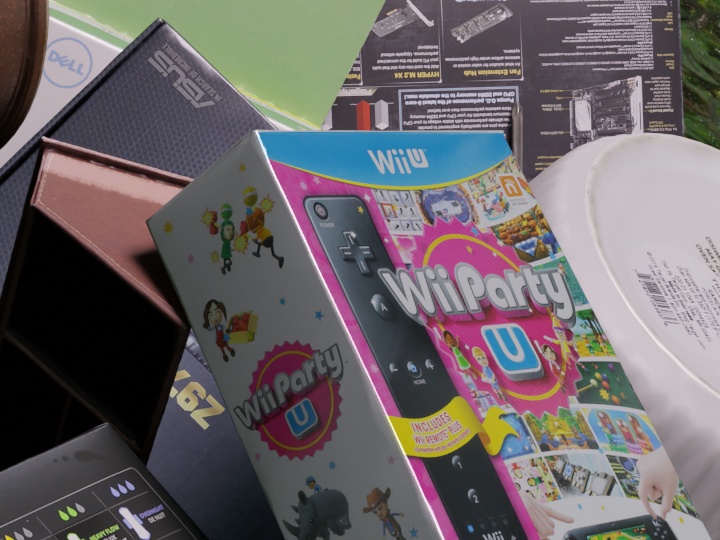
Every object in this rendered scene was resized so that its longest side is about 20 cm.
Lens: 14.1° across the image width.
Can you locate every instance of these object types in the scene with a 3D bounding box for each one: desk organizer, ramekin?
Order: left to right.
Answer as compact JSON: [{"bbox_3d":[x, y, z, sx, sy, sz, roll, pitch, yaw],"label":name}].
[{"bbox_3d":[-0.111,0.057,1.085,0.072,0.200,0.077,16,40,-5],"label":"desk organizer"},{"bbox_3d":[0.125,0.038,1.155,0.200,0.105,0.200,25,38,-21],"label":"ramekin"}]

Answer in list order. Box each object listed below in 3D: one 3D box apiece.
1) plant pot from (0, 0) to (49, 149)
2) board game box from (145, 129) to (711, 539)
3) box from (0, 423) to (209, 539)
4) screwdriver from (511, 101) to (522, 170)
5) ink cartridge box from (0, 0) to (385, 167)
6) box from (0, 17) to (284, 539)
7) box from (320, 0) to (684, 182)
[{"bbox_3d":[-0.267,-0.110,1.182,0.198,0.200,0.200,-24,65,-43],"label":"plant pot"},{"bbox_3d":[0.029,0.050,1.018,0.147,0.064,0.200,-4,62,-51],"label":"board game box"},{"bbox_3d":[-0.095,0.183,0.998,0.200,0.149,0.124,47,36,14],"label":"box"},{"bbox_3d":[0.072,0.022,1.351,0.028,0.029,0.200,1,80,-13],"label":"screwdriver"},{"bbox_3d":[-0.077,-0.087,1.297,0.145,0.200,0.048,25,13,-15],"label":"ink cartridge box"},{"bbox_3d":[-0.068,0.020,1.207,0.200,0.158,0.051,45,-9,2],"label":"box"},{"bbox_3d":[0.054,-0.074,1.381,0.200,0.158,0.050,-3,1,-10],"label":"box"}]
